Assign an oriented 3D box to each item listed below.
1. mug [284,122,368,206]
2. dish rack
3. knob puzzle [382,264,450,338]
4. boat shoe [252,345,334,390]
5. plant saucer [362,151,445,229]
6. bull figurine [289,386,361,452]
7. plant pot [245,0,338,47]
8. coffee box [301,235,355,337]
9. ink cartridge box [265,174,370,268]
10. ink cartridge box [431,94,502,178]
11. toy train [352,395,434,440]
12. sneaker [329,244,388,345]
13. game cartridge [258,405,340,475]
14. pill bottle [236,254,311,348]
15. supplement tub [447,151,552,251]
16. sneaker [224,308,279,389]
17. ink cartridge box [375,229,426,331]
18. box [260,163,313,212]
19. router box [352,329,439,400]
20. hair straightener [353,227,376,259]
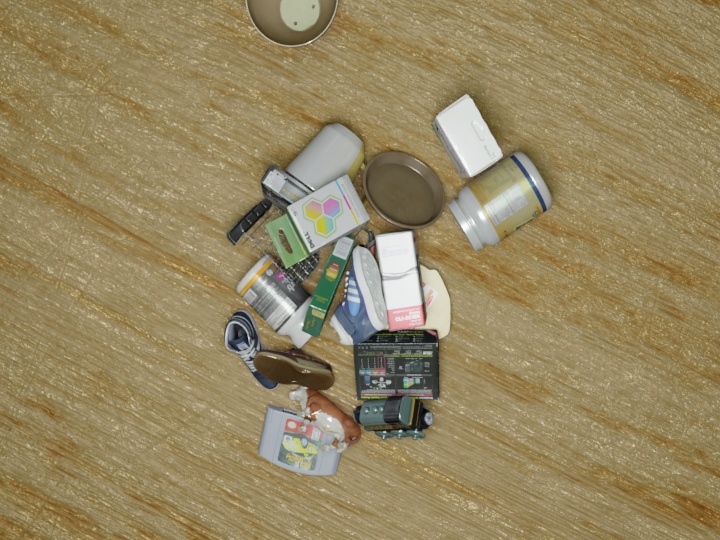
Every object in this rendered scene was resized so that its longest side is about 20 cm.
[{"bbox_3d":[-0.058,-0.231,1.695,0.148,0.186,0.155,35,88,33],"label":"mug"},{"bbox_3d":[-0.185,-0.056,1.698,0.200,0.154,0.054,45,129,-6],"label":"dish rack"},{"bbox_3d":[0.121,0.084,1.751,0.213,0.030,0.227,1,94,8],"label":"knob puzzle"},{"bbox_3d":[-0.152,0.214,1.747,0.195,0.073,0.073,16,124,-18],"label":"boat shoe"},{"bbox_3d":[0.092,-0.172,1.674,0.195,0.030,0.205,11,57,-17],"label":"plant saucer"},{"bbox_3d":[-0.088,0.334,1.741,0.197,0.121,0.066,32,120,9],"label":"bull figurine"},{"bbox_3d":[-0.138,-0.577,1.643,0.194,0.135,0.207,0,97,4],"label":"plant pot"},{"bbox_3d":[-0.069,0.031,1.665,0.043,0.124,0.203,21,58,0],"label":"coffee box"},{"bbox_3d":[-0.089,-0.100,1.566,0.197,0.059,0.106,-29,87,-8],"label":"ink cartridge box"},{"bbox_3d":[0.222,-0.280,1.621,0.083,0.200,0.148,-31,93,6],"label":"ink cartridge box"},{"bbox_3d":[0.071,0.326,1.711,0.113,0.197,0.087,30,62,-33],"label":"toy train"},{"bbox_3d":[-0.024,0.062,1.685,0.144,0.080,0.205,-27,67,30],"label":"sneaker"},{"bbox_3d":[-0.139,0.408,1.807,0.194,0.041,0.137,14,101,2],"label":"game cartridge"},{"bbox_3d":[-0.178,0.071,1.729,0.200,0.116,0.116,45,97,-3],"label":"pill bottle"},{"bbox_3d":[0.300,-0.147,1.660,0.198,0.144,0.146,-33,94,7],"label":"supplement tub"},{"bbox_3d":[-0.250,0.192,1.751,0.069,0.109,0.204,-26,95,7],"label":"sneaker"},{"bbox_3d":[0.091,0.015,1.661,0.081,0.144,0.206,-9,94,7],"label":"ink cartridge box"},{"bbox_3d":[-0.125,-0.142,1.678,0.198,0.158,0.049,35,81,-1],"label":"box"},{"bbox_3d":[0.083,0.215,1.732,0.194,0.062,0.154,0,115,6],"label":"router box"},{"bbox_3d":[0.000,0.000,1.735,0.075,0.041,0.206,-2,91,20],"label":"hair straightener"}]
